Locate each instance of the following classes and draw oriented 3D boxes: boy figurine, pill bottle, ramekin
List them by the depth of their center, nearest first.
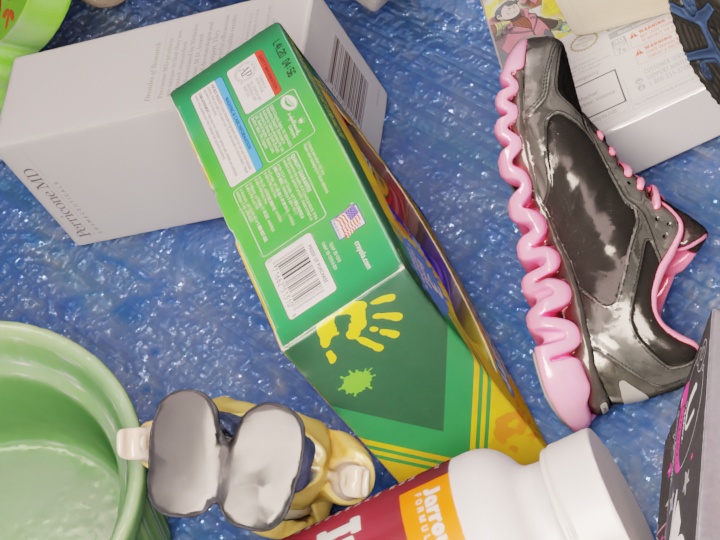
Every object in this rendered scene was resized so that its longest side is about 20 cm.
[{"bbox_3d":[0.033,0.151,1.098,0.199,0.113,0.113,-27,45,10],"label":"pill bottle"},{"bbox_3d":[-0.053,0.093,1.150,0.123,0.200,0.065,9,82,6],"label":"boy figurine"},{"bbox_3d":[-0.193,0.135,1.236,0.199,0.098,0.201,-7,55,10],"label":"ramekin"}]

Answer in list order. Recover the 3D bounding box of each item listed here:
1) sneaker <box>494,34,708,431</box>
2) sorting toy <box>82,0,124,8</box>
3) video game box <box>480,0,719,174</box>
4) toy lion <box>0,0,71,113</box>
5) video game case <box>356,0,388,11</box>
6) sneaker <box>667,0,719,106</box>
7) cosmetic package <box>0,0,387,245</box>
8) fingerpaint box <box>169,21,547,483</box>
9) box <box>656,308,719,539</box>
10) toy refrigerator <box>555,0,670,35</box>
[{"bbox_3d":[0.121,-0.025,1.194,0.095,0.079,0.201,-13,76,12],"label":"sneaker"},{"bbox_3d":[-0.146,-0.263,1.605,0.200,0.037,0.185,-42,45,-12],"label":"sorting toy"},{"bbox_3d":[0.167,-0.145,1.305,0.199,0.047,0.183,-24,48,13],"label":"video game box"},{"bbox_3d":[-0.220,-0.174,1.491,0.200,0.068,0.193,-6,75,61],"label":"toy lion"},{"bbox_3d":[-0.009,-0.264,1.437,0.200,0.022,0.182,37,62,17],"label":"video game case"},{"bbox_3d":[0.228,-0.098,1.188,0.077,0.076,0.200,-37,74,-17],"label":"sneaker"},{"bbox_3d":[-0.096,-0.085,1.379,0.199,0.102,0.072,-11,51,25],"label":"cosmetic package"},{"bbox_3d":[0.000,0.000,1.203,0.073,0.167,0.200,-33,44,6],"label":"fingerpaint box"},{"bbox_3d":[0.189,0.135,0.984,0.131,0.115,0.201,10,56,1],"label":"box"},{"bbox_3d":[0.140,-0.229,1.310,0.075,0.070,0.201,-13,48,23],"label":"toy refrigerator"}]
